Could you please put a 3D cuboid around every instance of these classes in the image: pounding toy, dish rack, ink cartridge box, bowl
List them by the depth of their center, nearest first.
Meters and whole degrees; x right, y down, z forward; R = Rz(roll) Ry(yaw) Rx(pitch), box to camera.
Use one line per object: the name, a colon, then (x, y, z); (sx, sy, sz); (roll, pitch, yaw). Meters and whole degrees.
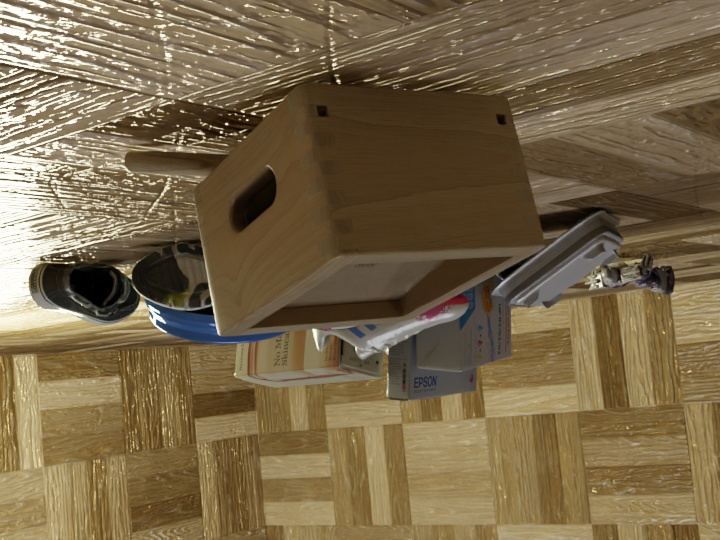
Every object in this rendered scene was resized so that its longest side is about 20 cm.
pounding toy: (-0.026, -0.045, 0.705); (0.181, 0.145, 0.199); (-3, 163, -34)
bowl: (-0.164, 0.037, 1.333); (0.196, 0.040, 0.201); (3, -162, -1)
dish rack: (0.261, -0.003, 1.394); (0.171, 0.044, 0.199); (-39, 166, 15)
ink cartridge box: (0.145, 0.060, 1.429); (0.067, 0.118, 0.199); (1, -176, 30)
ink cartridge box: (0.101, 0.066, 1.460); (0.043, 0.205, 0.195); (3, -179, 32)

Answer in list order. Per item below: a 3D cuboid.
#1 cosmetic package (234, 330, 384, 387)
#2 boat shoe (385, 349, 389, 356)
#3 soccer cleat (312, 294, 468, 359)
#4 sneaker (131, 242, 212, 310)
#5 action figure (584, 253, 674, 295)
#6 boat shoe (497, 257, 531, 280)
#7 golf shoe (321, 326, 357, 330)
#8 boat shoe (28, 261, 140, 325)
cosmetic package: (-0.067, 0.092, 1.439); (0.198, 0.106, 0.086); (-12, 158, 42)
boat shoe: (0.099, 0.098, 1.567); (0.073, 0.088, 0.202); (-2, -160, 30)
soccer cleat: (0.034, 0.061, 1.303); (0.196, 0.088, 0.070); (0, -174, 19)
sneaker: (-0.167, 0.008, 1.267); (0.196, 0.076, 0.084); (-4, 175, -20)
action figure: (0.493, 0.005, 2.010); (0.198, 0.071, 0.129); (5, 176, -45)
boat shoe: (0.190, -0.019, 1.410); (0.072, 0.067, 0.199); (-9, 174, 25)
golf shoe: (-0.073, 0.015, 1.196); (0.196, 0.074, 0.092); (18, 169, -10)
boat shoe: (-0.315, 0.027, 1.328); (0.062, 0.072, 0.199); (-6, 173, 21)
